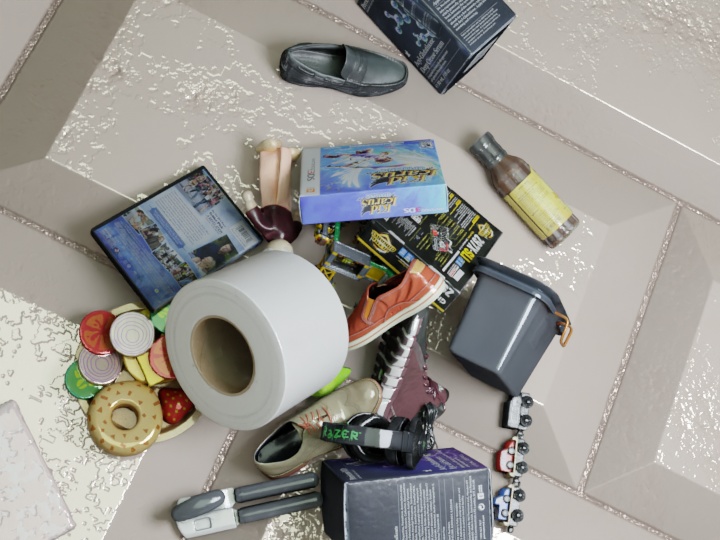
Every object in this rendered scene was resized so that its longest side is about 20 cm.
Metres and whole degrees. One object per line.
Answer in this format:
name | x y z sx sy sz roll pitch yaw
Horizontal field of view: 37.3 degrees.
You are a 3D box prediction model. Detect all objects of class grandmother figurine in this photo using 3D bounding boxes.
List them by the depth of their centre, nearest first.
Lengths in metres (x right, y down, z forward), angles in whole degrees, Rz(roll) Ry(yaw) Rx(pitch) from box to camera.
grandmother figurine | -0.119 -0.083 1.505 0.121 0.060 0.202 13 64 -38

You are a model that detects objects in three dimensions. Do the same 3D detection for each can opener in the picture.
can opener | -0.149 0.308 1.409 0.198 0.067 0.054 -11 78 -5

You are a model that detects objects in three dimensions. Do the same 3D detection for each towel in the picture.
towel | -0.490 0.293 1.356 0.199 0.032 0.192 -28 85 -18

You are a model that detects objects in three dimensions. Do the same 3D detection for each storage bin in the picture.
storage bin | 0.209 0.091 1.487 0.145 0.200 0.135 25 81 24

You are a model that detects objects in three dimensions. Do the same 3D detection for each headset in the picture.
headset | 0.037 0.207 1.394 0.199 0.123 0.095 19 75 -48

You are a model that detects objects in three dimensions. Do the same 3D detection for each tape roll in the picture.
tape roll | -0.134 0.088 1.382 0.139 0.202 0.204 -26 82 -52

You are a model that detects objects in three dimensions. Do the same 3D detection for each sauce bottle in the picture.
sauce bottle | 0.246 -0.126 1.619 0.065 0.065 0.200 -41 90 -19

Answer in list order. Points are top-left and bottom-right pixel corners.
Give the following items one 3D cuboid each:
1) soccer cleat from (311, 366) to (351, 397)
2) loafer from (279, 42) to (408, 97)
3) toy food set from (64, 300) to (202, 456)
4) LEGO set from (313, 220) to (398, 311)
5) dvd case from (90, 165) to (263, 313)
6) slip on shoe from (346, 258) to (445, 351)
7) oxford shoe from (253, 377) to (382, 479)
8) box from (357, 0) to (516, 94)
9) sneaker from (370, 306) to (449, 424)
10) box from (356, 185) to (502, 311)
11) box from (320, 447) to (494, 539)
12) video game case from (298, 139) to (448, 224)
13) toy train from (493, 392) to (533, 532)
soccer cleat | -0.090 0.083 1.494 0.081 0.067 0.201 -29 84 -37
loafer | -0.021 -0.303 1.597 0.199 0.070 0.069 3 76 -13
toy food set | -0.293 0.134 1.434 0.199 0.049 0.199 -25 83 -17
LEGO set | 0.000 0.000 1.522 0.199 0.116 0.155 18 42 -24
dvd case | -0.252 -0.047 1.477 0.200 0.018 0.143 -35 80 -31
slip on shoe | 0.023 0.047 1.428 0.061 0.199 0.074 49 32 -11
oxford shoe | -0.056 0.212 1.429 0.200 0.075 0.071 -38 71 -3
box | 0.112 -0.395 1.611 0.107 0.148 0.200 -42 88 -19
sneaker | 0.082 0.137 1.491 0.115 0.076 0.201 13 109 -22
box | 0.102 -0.051 1.519 0.159 0.049 0.200 41 37 0
box | 0.058 0.306 1.413 0.198 0.148 0.105 -3 92 -15
video game case | 0.015 -0.128 1.489 0.198 0.182 0.046 -5 118 0
toy train | 0.216 0.272 1.529 0.045 0.034 0.202 10 74 -7
